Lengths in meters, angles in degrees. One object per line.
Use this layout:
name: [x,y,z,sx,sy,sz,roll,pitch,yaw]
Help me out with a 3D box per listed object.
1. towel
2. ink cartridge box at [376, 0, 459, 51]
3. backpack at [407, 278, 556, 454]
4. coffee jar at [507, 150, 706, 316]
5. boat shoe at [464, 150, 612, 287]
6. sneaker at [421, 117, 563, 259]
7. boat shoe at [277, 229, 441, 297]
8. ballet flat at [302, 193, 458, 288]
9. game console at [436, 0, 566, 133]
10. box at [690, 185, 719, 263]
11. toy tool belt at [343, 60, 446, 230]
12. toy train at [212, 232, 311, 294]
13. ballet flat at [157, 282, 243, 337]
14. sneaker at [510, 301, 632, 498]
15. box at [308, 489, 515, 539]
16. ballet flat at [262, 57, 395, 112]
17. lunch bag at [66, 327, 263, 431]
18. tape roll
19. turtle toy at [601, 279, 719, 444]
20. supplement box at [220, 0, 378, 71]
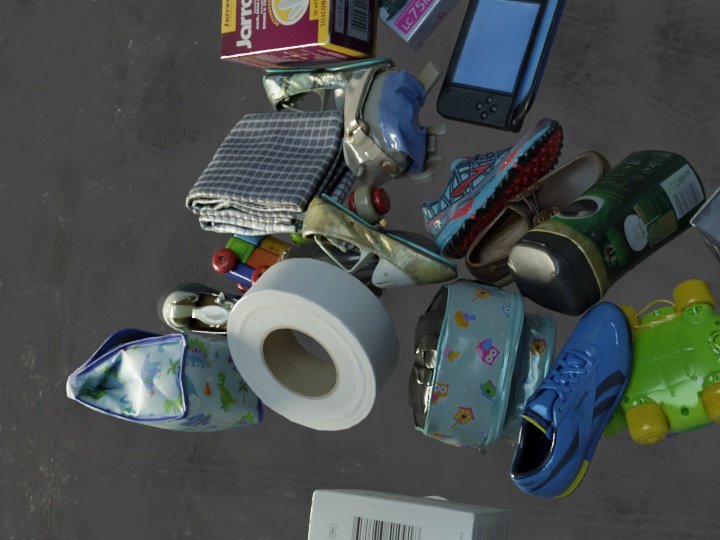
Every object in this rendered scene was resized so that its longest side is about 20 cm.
towel: [-0.106,-0.125,1.201,0.198,0.086,0.167,4,49,31]
ink cartridge box: [0.046,-0.394,1.245,0.120,0.042,0.200,-48,59,11]
backpack: [0.124,0.100,0.991,0.151,0.200,0.178,12,84,10]
coffee jar: [0.249,-0.038,0.961,0.199,0.086,0.104,-35,21,-16]
boat shoe: [0.199,-0.058,1.061,0.200,0.067,0.072,-43,62,15]
sneaker: [0.146,-0.113,1.099,0.200,0.079,0.096,-45,59,13]
boat shoe: [0.000,0.000,1.146,0.197,0.075,0.074,-6,115,2]
ballet flat: [0.016,-0.018,1.065,0.199,0.071,0.071,29,93,23]
game console: [0.169,-0.277,1.100,0.169,0.118,0.203,17,87,31]
box: [0.423,-0.006,0.844,0.118,0.196,0.200,-51,60,11]
toy tool belt: [0.046,-0.157,1.136,0.122,0.125,0.202,-15,58,27]
toy train: [-0.087,-0.010,1.215,0.198,0.085,0.117,22,76,31]
ballet flat: [-0.215,0.054,1.272,0.198,0.073,0.074,7,82,31]
sneaker: [0.200,0.120,0.902,0.066,0.078,0.202,18,84,48]
box: [0.050,0.347,1.016,0.197,0.130,0.203,0,79,30]
ballet flat: [-0.039,-0.241,1.252,0.198,0.074,0.075,3,80,32]
lunch bag: [-0.248,0.146,1.212,0.198,0.169,0.129,-11,73,29]
tape roll: [-0.057,0.089,1.106,0.200,0.071,0.204,16,129,20]
turtle toy: [0.298,0.108,0.944,0.198,0.101,0.147,-23,54,26]
supplement box: [-0.081,-0.344,1.242,0.198,0.103,0.133,2,91,39]
